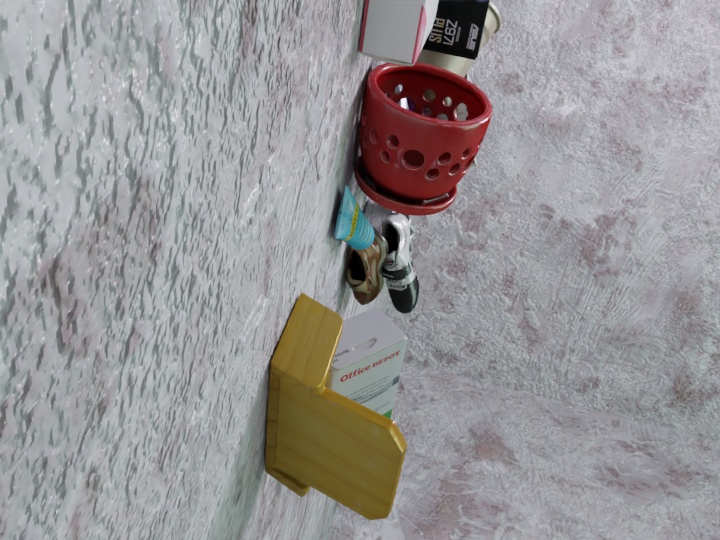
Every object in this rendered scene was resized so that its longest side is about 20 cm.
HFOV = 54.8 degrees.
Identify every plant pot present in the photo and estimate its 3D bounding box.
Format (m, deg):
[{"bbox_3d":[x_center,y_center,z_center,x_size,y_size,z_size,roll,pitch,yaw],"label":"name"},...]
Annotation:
[{"bbox_3d":[0.146,-0.429,1.340,0.200,0.197,0.187,39,76,-84],"label":"plant pot"},{"bbox_3d":[0.089,-0.199,1.089,0.202,0.196,0.185,-70,175,-53],"label":"plant pot"}]

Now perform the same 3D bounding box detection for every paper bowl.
[{"bbox_3d":[0.047,-0.049,1.509,0.201,0.102,0.206,13,90,-84],"label":"paper bowl"}]

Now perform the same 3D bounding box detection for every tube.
[{"bbox_3d":[-0.015,-0.074,1.103,0.200,0.049,0.080,38,58,-79],"label":"tube"}]

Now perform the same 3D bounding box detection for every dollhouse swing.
[{"bbox_3d":[-0.022,0.172,0.866,0.183,0.171,0.203,-70,171,-52],"label":"dollhouse swing"}]

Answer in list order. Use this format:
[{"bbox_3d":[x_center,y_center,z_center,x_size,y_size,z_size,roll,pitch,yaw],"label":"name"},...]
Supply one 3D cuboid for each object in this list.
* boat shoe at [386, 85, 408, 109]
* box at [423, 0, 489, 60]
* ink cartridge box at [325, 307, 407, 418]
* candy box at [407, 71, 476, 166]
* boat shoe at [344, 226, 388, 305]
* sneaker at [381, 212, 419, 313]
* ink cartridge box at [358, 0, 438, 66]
[{"bbox_3d":[0.067,-0.233,1.237,0.067,0.071,0.205,-15,114,-38],"label":"boat shoe"},{"bbox_3d":[0.137,-0.469,1.135,0.087,0.160,0.204,-69,171,-59],"label":"box"},{"bbox_3d":[-0.017,0.174,1.066,0.144,0.083,0.203,-20,136,-33],"label":"ink cartridge box"},{"bbox_3d":[0.162,-0.298,1.406,0.061,0.133,0.205,41,44,-55],"label":"candy box"},{"bbox_3d":[0.000,0.000,1.347,0.073,0.075,0.202,-37,152,-29],"label":"boat shoe"},{"bbox_3d":[0.066,-0.011,1.371,0.088,0.073,0.205,-17,102,-59],"label":"sneaker"},{"bbox_3d":[0.064,-0.389,0.957,0.201,0.081,0.149,-69,170,-56],"label":"ink cartridge box"}]
